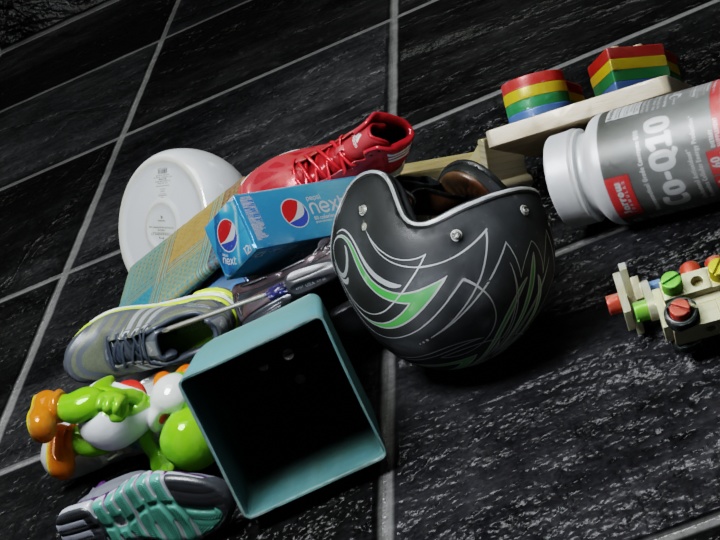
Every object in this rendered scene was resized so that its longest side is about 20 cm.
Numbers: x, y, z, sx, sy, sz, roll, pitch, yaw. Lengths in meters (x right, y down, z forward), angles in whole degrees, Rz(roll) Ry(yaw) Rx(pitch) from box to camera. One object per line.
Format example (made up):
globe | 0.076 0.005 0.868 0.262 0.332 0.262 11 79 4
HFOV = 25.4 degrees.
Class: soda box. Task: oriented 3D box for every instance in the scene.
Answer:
soda box | -0.058 -0.047 1.651 0.199 0.065 0.068 -11 -22 -41

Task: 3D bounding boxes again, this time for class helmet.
helmet | 0.083 -0.006 1.473 0.199 0.201 0.190 -36 51 -21

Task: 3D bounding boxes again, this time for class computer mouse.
computer mouse | 0.039 0.024 1.632 0.199 0.053 0.138 -32 6 -27

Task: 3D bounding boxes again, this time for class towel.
towel | -0.197 -0.006 1.749 0.199 0.022 0.147 -36 27 30

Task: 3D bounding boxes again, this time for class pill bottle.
pill bottle | 0.288 -0.110 1.571 0.198 0.115 0.114 -15 26 27

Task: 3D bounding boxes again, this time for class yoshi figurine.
yoshi figurine | -0.214 0.156 1.542 0.198 0.113 0.112 -11 1 5

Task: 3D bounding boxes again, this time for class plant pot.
plant pot | -0.070 0.107 1.483 0.140 0.142 0.200 -25 13 4

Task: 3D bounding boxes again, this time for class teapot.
teapot | -0.186 -0.050 1.908 0.145 0.201 0.198 0 -46 -48

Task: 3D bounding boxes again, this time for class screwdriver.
screwdriver | -0.104 0.030 1.564 0.198 0.029 0.028 -23 53 18

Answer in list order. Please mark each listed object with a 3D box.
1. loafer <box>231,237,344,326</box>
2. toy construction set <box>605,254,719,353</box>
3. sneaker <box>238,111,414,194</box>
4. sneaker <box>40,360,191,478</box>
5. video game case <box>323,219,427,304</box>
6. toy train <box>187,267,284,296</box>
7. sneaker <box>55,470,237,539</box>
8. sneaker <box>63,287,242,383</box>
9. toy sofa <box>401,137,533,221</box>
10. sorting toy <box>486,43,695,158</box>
loafer | -0.041 -0.005 1.599 0.199 0.072 0.063 -32 68 5
toy construction set | 0.299 0.001 1.362 0.199 0.092 0.132 -27 47 19
sneaker | -0.034 -0.123 1.703 0.198 0.079 0.116 -24 -15 -21
sneaker | -0.230 0.162 1.624 0.199 0.076 0.089 -29 35 -6
video game case | 0.000 0.000 1.696 0.199 0.019 0.143 -30 4 6
toy train | -0.138 0.034 1.715 0.200 0.087 0.114 -42 13 13
sneaker | -0.190 0.206 1.485 0.198 0.075 0.088 -14 22 29
sneaker | -0.217 0.069 1.631 0.198 0.075 0.081 -20 8 11
toy sofa | 0.091 -0.093 1.806 0.198 0.099 0.082 -7 6 38
sorting toy | 0.250 -0.185 1.702 0.198 0.070 0.198 -16 -5 23
